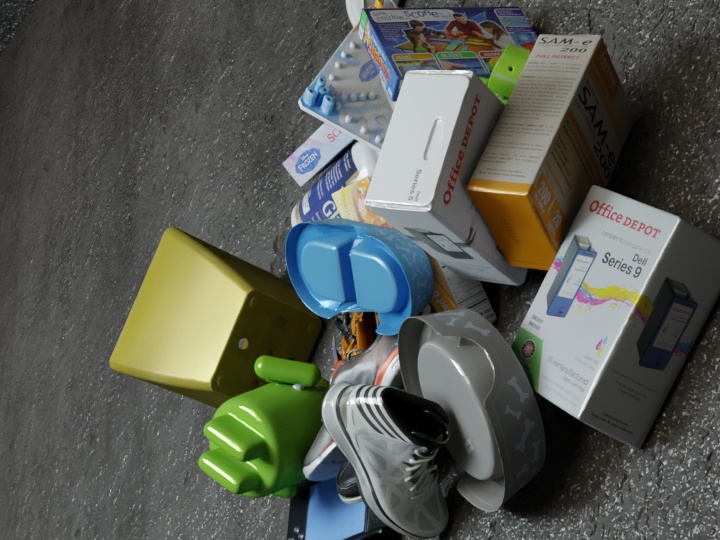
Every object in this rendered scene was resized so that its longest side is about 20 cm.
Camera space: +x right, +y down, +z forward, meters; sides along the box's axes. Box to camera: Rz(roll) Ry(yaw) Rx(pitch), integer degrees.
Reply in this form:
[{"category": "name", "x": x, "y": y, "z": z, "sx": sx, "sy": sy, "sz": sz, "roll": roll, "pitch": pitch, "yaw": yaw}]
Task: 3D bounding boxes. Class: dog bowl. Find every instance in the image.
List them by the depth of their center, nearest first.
[{"category": "dog bowl", "x": 0.108, "y": 0.128, "z": 1.337, "sx": 0.201, "sy": 0.058, "sz": 0.201, "roll": 55, "pitch": 159, "yaw": 34}, {"category": "dog bowl", "x": 0.000, "y": 0.000, "z": 1.503, "sx": 0.199, "sy": 0.049, "sz": 0.113, "roll": 13, "pitch": 119, "yaw": 45}]

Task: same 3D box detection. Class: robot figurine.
[{"category": "robot figurine", "x": -0.091, "y": 0.186, "z": 1.579, "sx": 0.115, "sy": 0.199, "sz": 0.177, "roll": 27, "pitch": 118, "yaw": 33}, {"category": "robot figurine", "x": 0.013, "y": 0.058, "z": 1.627, "sx": 0.145, "sy": 0.058, "sz": 0.202, "roll": -40, "pitch": 45, "yaw": 35}]

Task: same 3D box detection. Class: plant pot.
[{"category": "plant pot", "x": -0.170, "y": 0.084, "z": 1.793, "sx": 0.176, "sy": 0.199, "sz": 0.202, "roll": 19, "pitch": 84, "yaw": 49}]

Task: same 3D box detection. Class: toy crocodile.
[{"category": "toy crocodile", "x": 0.160, "y": -0.168, "z": 1.465, "sx": 0.067, "sy": 0.200, "sz": 0.062, "roll": 16, "pitch": 72, "yaw": 19}]

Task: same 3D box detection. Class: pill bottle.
[{"category": "pill bottle", "x": 0.013, "y": -0.099, "z": 1.702, "sx": 0.200, "sy": 0.110, "sz": 0.112, "roll": -45, "pitch": 36, "yaw": 31}]

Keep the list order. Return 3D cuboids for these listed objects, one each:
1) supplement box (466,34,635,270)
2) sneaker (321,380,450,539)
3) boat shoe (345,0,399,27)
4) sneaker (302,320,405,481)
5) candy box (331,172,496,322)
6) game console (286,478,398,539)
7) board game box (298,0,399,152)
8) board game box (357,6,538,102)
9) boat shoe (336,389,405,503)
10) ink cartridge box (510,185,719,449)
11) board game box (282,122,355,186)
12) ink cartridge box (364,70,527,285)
[{"category": "supplement box", "x": 0.191, "y": -0.117, "z": 1.362, "sx": 0.073, "sy": 0.126, "sz": 0.201, "roll": 7, "pitch": 59, "yaw": 35}, {"category": "sneaker", "x": 0.051, "y": 0.193, "z": 1.362, "sx": 0.115, "sy": 0.201, "sz": 0.076, "roll": -5, "pitch": 37, "yaw": 48}, {"category": "boat shoe", "x": 0.027, "y": -0.402, "z": 1.940, "sx": 0.069, "sy": 0.070, "sz": 0.202, "roll": -38, "pitch": 38, "yaw": 41}, {"category": "sneaker", "x": -0.005, "y": 0.141, "z": 1.521, "sx": 0.082, "sy": 0.077, "sz": 0.201, "roll": 44, "pitch": 100, "yaw": 31}, {"category": "candy box", "x": 0.057, "y": -0.016, "z": 1.513, "sx": 0.115, "sy": 0.055, "sz": 0.202, "roll": -22, "pitch": 93, "yaw": 50}, {"category": "game console", "x": -0.059, "y": 0.280, "z": 1.536, "sx": 0.199, "sy": 0.116, "sz": 0.177, "roll": -31, "pitch": 45, "yaw": 44}, {"category": "board game box", "x": 0.059, "y": -0.208, "z": 1.574, "sx": 0.201, "sy": 0.199, "sz": 0.026, "roll": -57, "pitch": -7, "yaw": -38}, {"category": "board game box", "x": 0.110, "y": -0.247, "z": 1.562, "sx": 0.136, "sy": 0.198, "sz": 0.035, "roll": -112, "pitch": 26, "yaw": -42}, {"category": "boat shoe", "x": 0.040, "y": 0.162, "z": 1.459, "sx": 0.199, "sy": 0.066, "sz": 0.075, "roll": -39, "pitch": 31, "yaw": 8}, {"category": "ink cartridge box", "x": 0.235, "y": 0.038, "z": 1.277, "sx": 0.201, "sy": 0.087, "sz": 0.145, "roll": -62, "pitch": 29, "yaw": 3}, {"category": "board game box", "x": 0.018, "y": -0.207, "z": 1.735, "sx": 0.199, "sy": 0.041, "sz": 0.200, "roll": -40, "pitch": 2, "yaw": 36}, {"category": "ink cartridge box", "x": 0.105, "y": -0.090, "z": 1.383, "sx": 0.083, "sy": 0.200, "sz": 0.147, "roll": 7, "pitch": 73, "yaw": 36}]
